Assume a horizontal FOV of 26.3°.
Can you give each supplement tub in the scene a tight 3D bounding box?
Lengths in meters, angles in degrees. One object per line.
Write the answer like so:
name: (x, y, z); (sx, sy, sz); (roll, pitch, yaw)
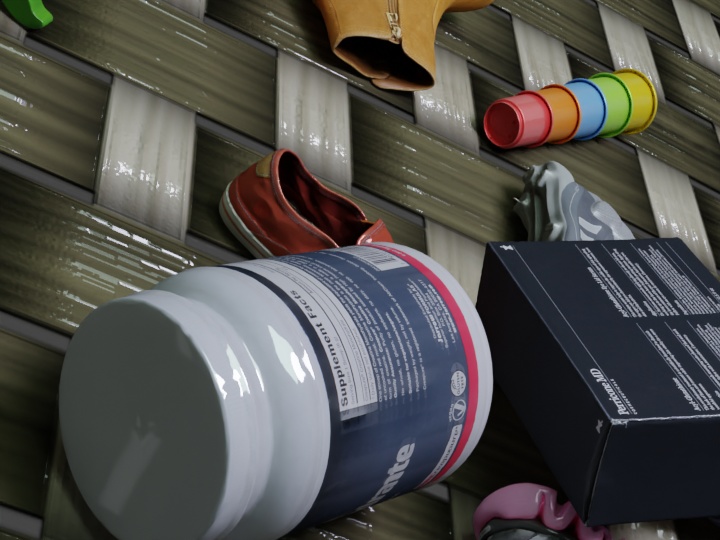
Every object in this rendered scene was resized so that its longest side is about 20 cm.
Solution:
supplement tub: (-0.039, 0.063, 0.793); (0.200, 0.140, 0.141); (-10, 57, -48)

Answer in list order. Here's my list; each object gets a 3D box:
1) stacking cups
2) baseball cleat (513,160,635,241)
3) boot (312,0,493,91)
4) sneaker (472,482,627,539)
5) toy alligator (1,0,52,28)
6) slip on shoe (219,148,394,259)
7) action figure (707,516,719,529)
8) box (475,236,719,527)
stacking cups: (0.174, -0.136, 1.307); (0.200, 0.061, 0.061); (-13, 59, -46)
baseball cleat: (0.164, -0.009, 1.133); (0.106, 0.070, 0.200); (29, 36, -15)
boot: (0.045, -0.202, 1.255); (0.200, 0.071, 0.145); (9, 50, -33)
sneaker: (0.151, 0.200, 0.873); (0.199, 0.079, 0.096); (21, 43, 0)
toy alligator: (-0.272, -0.234, 0.989); (0.200, 0.054, 0.059); (39, 33, -1)
slip on shoe: (0.000, 0.000, 0.975); (0.200, 0.061, 0.074); (42, 32, 1)
action figure: (0.234, 0.130, 1.052); (0.193, 0.105, 0.200); (29, 7, -27)
box: (0.167, 0.060, 0.933); (0.140, 0.079, 0.200); (1, 30, -18)
